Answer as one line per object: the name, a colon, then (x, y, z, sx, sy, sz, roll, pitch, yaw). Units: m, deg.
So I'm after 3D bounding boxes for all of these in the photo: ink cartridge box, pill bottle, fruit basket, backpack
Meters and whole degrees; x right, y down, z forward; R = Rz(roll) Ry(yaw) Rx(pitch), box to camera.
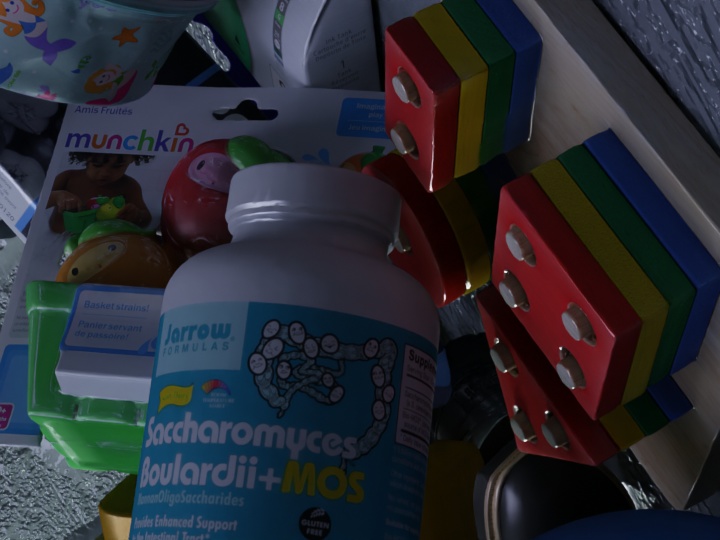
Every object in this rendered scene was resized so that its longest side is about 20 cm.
ink cartridge box: (-0.128, -0.098, 0.933, 0.198, 0.200, 0.043, 47, 143, -1)
pill bottle: (-0.028, 0.063, 0.676, 0.111, 0.111, 0.200, 119, 158, -74)
ink cartridge box: (-0.053, -0.175, 0.866, 0.161, 0.050, 0.200, 53, 165, 32)
fruit basket: (-0.076, -0.006, 0.809, 0.094, 0.185, 0.200, 61, -144, -63)
backpack: (-0.152, -0.178, 0.824, 0.151, 0.177, 0.200, -41, 64, 30)

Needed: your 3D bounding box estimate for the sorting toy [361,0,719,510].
sorting toy: (0.069, -0.010, 0.690, 0.200, 0.070, 0.199, 56, 165, 24)

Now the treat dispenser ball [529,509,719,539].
treat dispenser ball: (0.111, 0.188, 0.642, 0.201, 0.201, 0.201, 56, 165, 24)

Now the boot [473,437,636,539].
boot: (0.139, 0.166, 0.793, 0.200, 0.077, 0.138, 55, 167, -31)

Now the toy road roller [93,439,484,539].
toy road roller: (-0.022, 0.136, 0.844, 0.146, 0.200, 0.123, 0, 110, 28)

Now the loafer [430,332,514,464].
loafer: (0.071, 0.123, 0.934, 0.070, 0.068, 0.201, -122, 16, -47)

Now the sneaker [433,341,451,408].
sneaker: (0.000, 0.000, 0.895, 0.082, 0.074, 0.200, -69, 26, 22)
